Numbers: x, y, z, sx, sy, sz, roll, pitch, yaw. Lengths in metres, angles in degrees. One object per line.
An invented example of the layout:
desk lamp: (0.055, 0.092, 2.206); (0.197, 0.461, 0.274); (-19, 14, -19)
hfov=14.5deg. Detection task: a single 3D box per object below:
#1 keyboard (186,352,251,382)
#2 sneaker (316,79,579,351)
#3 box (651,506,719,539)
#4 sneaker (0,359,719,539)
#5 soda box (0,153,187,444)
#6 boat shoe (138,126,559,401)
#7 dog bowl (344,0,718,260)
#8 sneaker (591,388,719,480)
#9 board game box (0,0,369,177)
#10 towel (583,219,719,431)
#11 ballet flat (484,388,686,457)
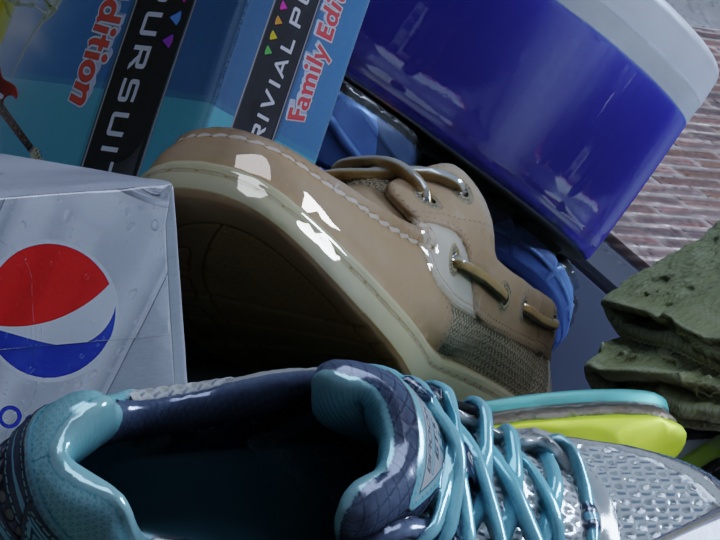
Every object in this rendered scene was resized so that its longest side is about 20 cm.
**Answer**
keyboard: (-0.047, 0.059, 0.810); (0.200, 0.021, 0.127); (-6, 27, -45)
sneaker: (-0.002, -0.007, 0.903); (0.075, 0.079, 0.200); (34, 0, 42)
box: (0.067, 0.135, 0.550); (0.200, 0.048, 0.159); (-15, 81, -50)
sneaker: (0.008, 0.060, 0.615); (0.199, 0.086, 0.078); (0, 55, -26)
soda box: (-0.114, 0.004, 0.718); (0.068, 0.064, 0.200); (-6, 8, -26)
boat shoe: (0.000, 0.000, 0.748); (0.071, 0.065, 0.200); (10, -16, 26)
dog bowl: (0.016, -0.089, 0.945); (0.200, 0.079, 0.200); (34, 0, 0)
sneaker: (0.113, 0.050, 0.891); (0.083, 0.072, 0.200); (28, 23, 25)
board game box: (-0.084, -0.081, 0.841); (0.200, 0.152, 0.047); (9, -12, 45)
towel: (0.170, -0.011, 0.818); (0.200, 0.037, 0.148); (-32, 17, -13)
ballet flat: (-0.013, 0.072, 0.708); (0.199, 0.067, 0.067); (-3, 69, -8)
